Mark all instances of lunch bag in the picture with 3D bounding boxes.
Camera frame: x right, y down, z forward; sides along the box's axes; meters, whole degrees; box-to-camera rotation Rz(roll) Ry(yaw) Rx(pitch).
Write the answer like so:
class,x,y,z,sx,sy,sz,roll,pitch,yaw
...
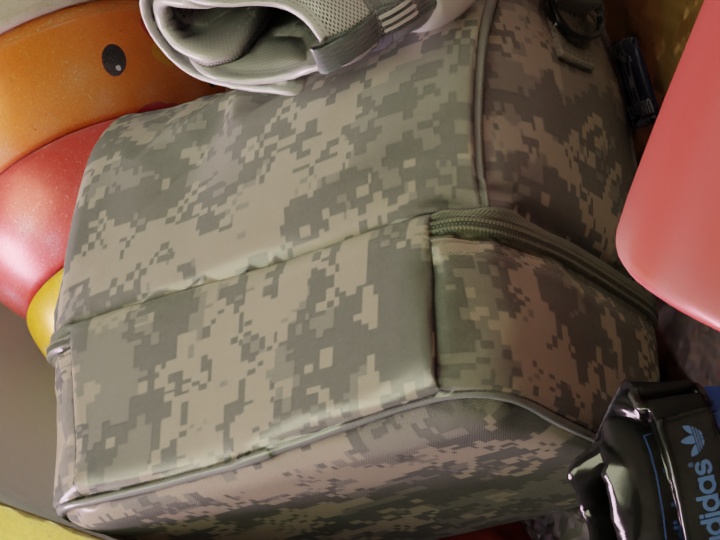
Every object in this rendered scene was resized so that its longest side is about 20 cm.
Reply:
class,x,y,z,sx,sy,sz,roll,pitch,yaw
lunch bag,0.000,0.000,0.992,0.200,0.139,0.168,-17,67,32

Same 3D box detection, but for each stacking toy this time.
class,x,y,z,sx,sy,sz,roll,pitch,yaw
stacking toy,-0.087,-0.002,1.124,0.146,0.146,0.200,-50,59,47

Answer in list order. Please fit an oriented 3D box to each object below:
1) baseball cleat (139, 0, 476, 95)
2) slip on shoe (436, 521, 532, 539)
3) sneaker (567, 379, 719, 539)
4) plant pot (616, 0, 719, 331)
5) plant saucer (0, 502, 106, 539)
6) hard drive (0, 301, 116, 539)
class,x,y,z,sx,sy,sz,roll,pitch,yaw
baseball cleat,-0.040,-0.122,0.980,0.200,0.106,0.070,40,157,55
slip on shoe,0.019,0.074,1.075,0.200,0.074,0.061,51,132,42
sneaker,0.131,0.062,0.839,0.200,0.111,0.077,172,87,-68
plant pot,0.175,-0.067,0.732,0.200,0.200,0.178,27,110,49
plant saucer,-0.051,0.155,1.037,0.200,0.200,0.048,17,72,20
hard drive,-0.128,0.050,1.144,0.200,0.132,0.027,25,133,14
